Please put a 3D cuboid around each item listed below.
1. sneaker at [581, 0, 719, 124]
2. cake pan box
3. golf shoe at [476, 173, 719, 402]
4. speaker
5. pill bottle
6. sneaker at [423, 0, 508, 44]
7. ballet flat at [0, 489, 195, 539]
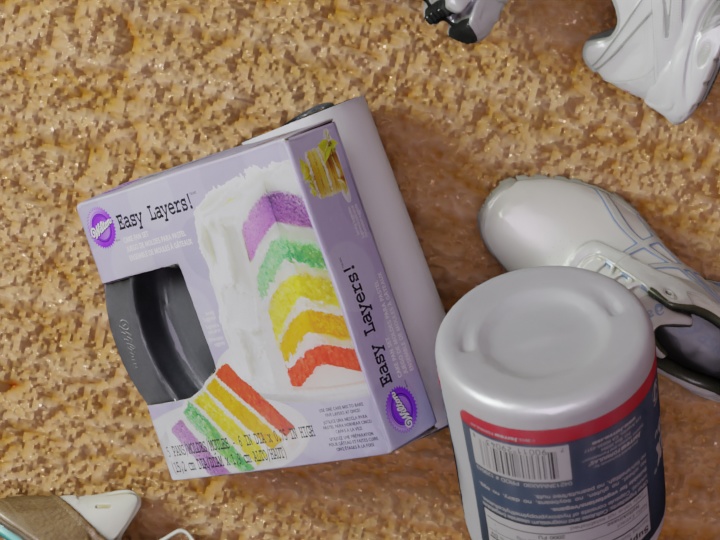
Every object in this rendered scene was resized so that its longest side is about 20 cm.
[{"bbox_3d":[0.180,-0.187,0.927,0.099,0.078,0.201,23,111,8],"label":"sneaker"},{"bbox_3d":[-0.066,0.023,0.957,0.199,0.052,0.186,-11,98,43],"label":"cake pan box"},{"bbox_3d":[0.157,0.010,0.958,0.199,0.097,0.079,31,101,2],"label":"golf shoe"},{"bbox_3d":[0.000,0.000,0.980,0.081,0.081,0.201,-20,96,7],"label":"speaker"},{"bbox_3d":[0.112,0.109,0.934,0.119,0.120,0.201,-7,129,6],"label":"pill bottle"},{"bbox_3d":[0.018,-0.221,0.914,0.200,0.075,0.081,45,85,-15],"label":"sneaker"},{"bbox_3d":[-0.141,0.184,1.030,0.200,0.068,0.073,37,79,-1],"label":"ballet flat"}]
